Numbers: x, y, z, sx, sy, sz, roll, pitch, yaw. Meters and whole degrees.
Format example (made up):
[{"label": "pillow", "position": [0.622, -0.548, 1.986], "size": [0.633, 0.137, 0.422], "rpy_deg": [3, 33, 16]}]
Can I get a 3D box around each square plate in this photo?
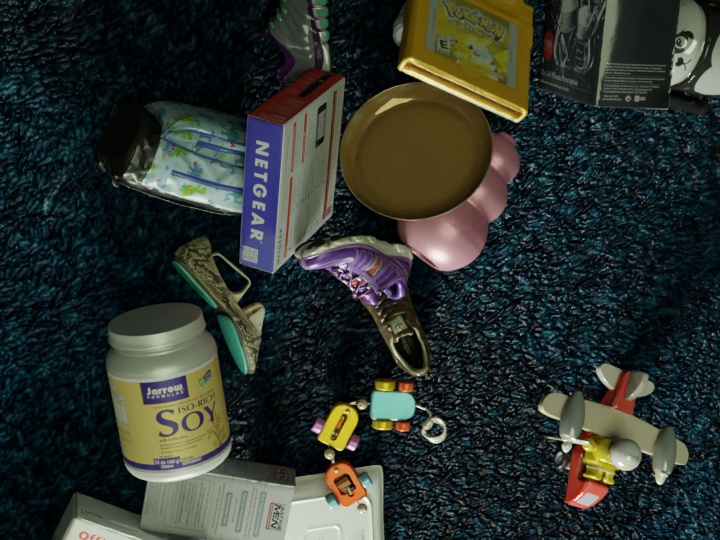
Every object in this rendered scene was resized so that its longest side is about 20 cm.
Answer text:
[{"label": "square plate", "position": [-0.057, 0.390, 1.683], "size": [0.197, 0.028, 0.201], "rpy_deg": [-6, 107, -11]}]

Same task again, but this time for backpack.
[{"label": "backpack", "position": [-0.202, -0.139, 1.435], "size": [0.200, 0.163, 0.154], "rpy_deg": [31, 93, -28]}]

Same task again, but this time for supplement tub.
[{"label": "supplement tub", "position": [-0.251, 0.156, 1.508], "size": [0.145, 0.145, 0.201], "rpy_deg": [-10, 108, -10]}]

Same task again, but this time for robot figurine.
[{"label": "robot figurine", "position": [0.473, -0.296, 1.565], "size": [0.199, 0.125, 0.151], "rpy_deg": [9, 85, -16]}]

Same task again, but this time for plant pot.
[{"label": "plant pot", "position": [0.073, -0.151, 1.506], "size": [0.199, 0.028, 0.201], "rpy_deg": [-3, 68, 8]}]

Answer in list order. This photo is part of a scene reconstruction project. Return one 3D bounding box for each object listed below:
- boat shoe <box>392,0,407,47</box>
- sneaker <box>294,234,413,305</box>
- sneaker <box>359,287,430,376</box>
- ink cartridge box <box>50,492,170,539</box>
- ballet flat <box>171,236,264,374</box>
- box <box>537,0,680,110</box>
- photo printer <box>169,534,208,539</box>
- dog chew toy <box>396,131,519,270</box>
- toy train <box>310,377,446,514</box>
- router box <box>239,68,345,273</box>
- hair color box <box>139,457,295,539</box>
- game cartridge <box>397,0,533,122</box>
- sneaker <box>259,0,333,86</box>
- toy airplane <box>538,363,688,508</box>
[{"label": "boat shoe", "position": [0.132, -0.286, 1.516], "size": [0.200, 0.067, 0.073], "rpy_deg": [34, 139, -24]}, {"label": "sneaker", "position": [0.000, 0.000, 1.484], "size": [0.200, 0.080, 0.084], "rpy_deg": [10, 77, -46]}, {"label": "sneaker", "position": [0.049, 0.056, 1.589], "size": [0.070, 0.076, 0.200], "rpy_deg": [-31, 110, -3]}, {"label": "ink cartridge box", "position": [-0.366, 0.425, 1.589], "size": [0.144, 0.084, 0.200], "rpy_deg": [25, 99, -19]}, {"label": "ballet flat", "position": [-0.172, 0.042, 1.543], "size": [0.075, 0.068, 0.200], "rpy_deg": [-36, 109, -18]}, {"label": "box", "position": [0.315, -0.310, 1.485], "size": [0.104, 0.200, 0.183], "rpy_deg": [1, 105, -13]}, {"label": "photo printer", "position": [-0.221, 0.465, 1.574], "size": [0.069, 0.200, 0.167], "rpy_deg": [-7, 106, -11]}, {"label": "dog chew toy", "position": [0.139, -0.099, 1.548], "size": [0.124, 0.125, 0.200], "rpy_deg": [39, 86, -20]}, {"label": "toy train", "position": [0.015, 0.238, 1.635], "size": [0.200, 0.056, 0.150], "rpy_deg": [-36, 97, 1]}, {"label": "router box", "position": [-0.083, -0.126, 1.431], "size": [0.049, 0.180, 0.201], "rpy_deg": [17, 121, 17]}, {"label": "hair color box", "position": [-0.195, 0.313, 1.596], "size": [0.199, 0.061, 0.099], "rpy_deg": [10, 103, -6]}, {"label": "game cartridge", "position": [0.138, -0.299, 1.465], "size": [0.176, 0.032, 0.201], "rpy_deg": [21, 55, -18]}, {"label": "sneaker", "position": [-0.085, -0.329, 1.453], "size": [0.087, 0.074, 0.201], "rpy_deg": [-7, 108, -6]}, {"label": "toy airplane", "position": [0.371, 0.237, 1.683], "size": [0.199, 0.141, 0.200], "rpy_deg": [-22, 109, -6]}]
